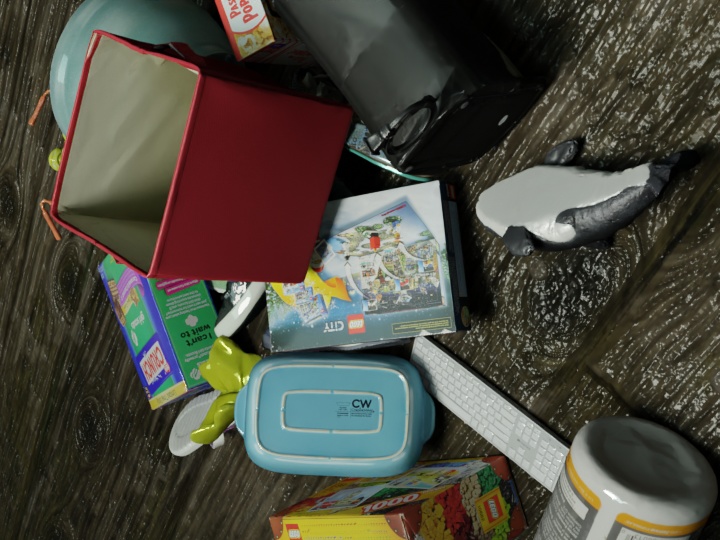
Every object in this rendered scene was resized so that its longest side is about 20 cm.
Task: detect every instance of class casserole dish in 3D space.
[{"bbox_3d":[-0.026,0.139,0.981,0.039,0.200,0.121,81,-169,-79],"label":"casserole dish"}]

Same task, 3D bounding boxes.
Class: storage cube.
[{"bbox_3d":[-0.144,-0.097,0.907,0.171,0.180,0.200,26,106,40],"label":"storage cube"}]

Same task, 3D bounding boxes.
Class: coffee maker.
[{"bbox_3d":[0.028,-0.189,0.807,0.135,0.192,0.200,-41,74,15],"label":"coffee maker"}]

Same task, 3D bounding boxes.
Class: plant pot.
[{"bbox_3d":[-0.199,-0.187,1.044,0.134,0.200,0.201,27,122,31],"label":"plant pot"}]

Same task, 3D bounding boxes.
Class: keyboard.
[{"bbox_3d":[0.119,0.134,0.953,0.200,0.011,0.056,38,128,32],"label":"keyboard"}]

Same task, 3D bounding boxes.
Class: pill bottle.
[{"bbox_3d":[0.201,0.227,0.821,0.116,0.116,0.200,36,127,33],"label":"pill bottle"}]

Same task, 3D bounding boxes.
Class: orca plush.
[{"bbox_3d":[0.184,-0.050,0.804,0.200,0.071,0.105,-23,42,43],"label":"orca plush"}]

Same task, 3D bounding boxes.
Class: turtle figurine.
[{"bbox_3d":[-0.360,-0.137,1.322,0.161,0.064,0.200,6,99,37],"label":"turtle figurine"}]

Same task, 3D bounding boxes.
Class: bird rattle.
[{"bbox_3d":[-0.078,0.144,1.085,0.163,0.200,0.113,102,174,-72],"label":"bird rattle"}]

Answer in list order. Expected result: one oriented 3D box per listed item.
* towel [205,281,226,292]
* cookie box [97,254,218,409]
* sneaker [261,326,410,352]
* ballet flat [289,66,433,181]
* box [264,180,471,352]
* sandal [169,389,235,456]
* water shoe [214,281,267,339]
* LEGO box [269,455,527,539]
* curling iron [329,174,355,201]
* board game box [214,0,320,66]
[{"bbox_3d":[-0.134,-0.066,1.142,0.149,0.031,0.200,13,110,41],"label":"towel"},{"bbox_3d":[-0.238,0.057,1.229,0.171,0.075,0.200,-31,80,60],"label":"cookie box"},{"bbox_3d":[-0.029,0.044,1.045,0.200,0.070,0.082,-9,85,42],"label":"sneaker"},{"bbox_3d":[-0.001,-0.145,0.944,0.200,0.074,0.074,28,122,35],"label":"ballet flat"},{"bbox_3d":[0.000,0.000,0.950,0.200,0.038,0.137,-8,86,29],"label":"box"},{"bbox_3d":[-0.176,0.188,1.248,0.050,0.083,0.203,33,140,-22],"label":"sandal"},{"bbox_3d":[-0.113,-0.022,1.067,0.079,0.071,0.200,34,104,6],"label":"water shoe"},{"bbox_3d":[0.034,0.246,0.979,0.200,0.149,0.077,-17,91,47],"label":"LEGO box"},{"bbox_3d":[-0.031,-0.086,1.000,0.200,0.026,0.050,44,167,6],"label":"curling iron"},{"bbox_3d":[-0.087,-0.288,0.917,0.046,0.151,0.200,-22,86,30],"label":"board game box"}]
